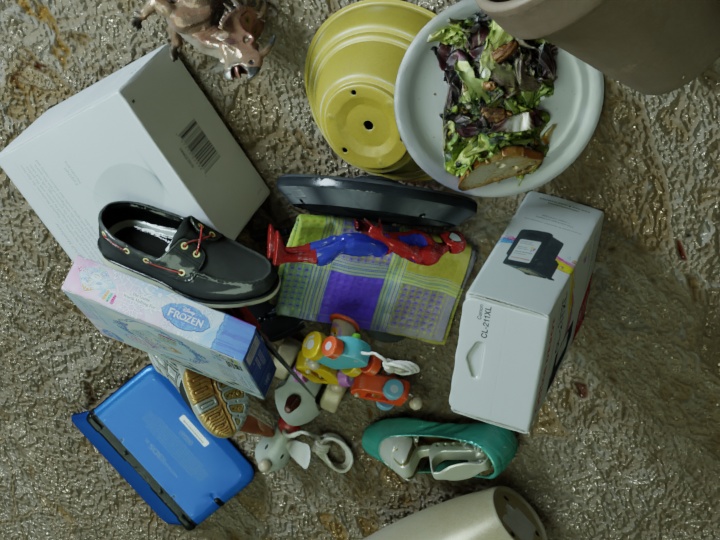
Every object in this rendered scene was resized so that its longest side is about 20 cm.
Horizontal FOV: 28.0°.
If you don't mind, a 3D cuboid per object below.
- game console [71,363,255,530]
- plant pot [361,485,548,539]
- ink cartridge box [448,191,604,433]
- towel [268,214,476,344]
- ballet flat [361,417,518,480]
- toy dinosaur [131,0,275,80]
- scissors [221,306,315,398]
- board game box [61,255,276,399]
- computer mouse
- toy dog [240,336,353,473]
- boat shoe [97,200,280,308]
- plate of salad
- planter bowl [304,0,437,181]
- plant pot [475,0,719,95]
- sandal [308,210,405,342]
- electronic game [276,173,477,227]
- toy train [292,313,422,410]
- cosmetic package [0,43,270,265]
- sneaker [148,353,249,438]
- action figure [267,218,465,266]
[{"bbox_3d":[-0.255,0.225,1.850,0.171,0.118,0.200,-39,101,7],"label":"game console"},{"bbox_3d":[0.114,0.342,1.662,0.187,0.187,0.200,46,115,-8],"label":"plant pot"},{"bbox_3d":[0.163,0.039,1.404,0.083,0.200,0.146,17,127,15],"label":"ink cartridge box"},{"bbox_3d":[0.014,0.010,1.528,0.199,0.023,0.144,12,129,-11],"label":"towel"},{"bbox_3d":[0.079,0.206,1.641,0.200,0.070,0.067,-4,120,28],"label":"ballet flat"},{"bbox_3d":[-0.157,-0.282,1.430,0.135,0.086,0.200,-12,99,20],"label":"toy dinosaur"},{"bbox_3d":[-0.115,0.064,1.546,0.073,0.014,0.200,12,145,47],"label":"scissors"},{"bbox_3d":[-0.193,0.063,1.506,0.199,0.043,0.200,20,166,8],"label":"board game box"},{"bbox_3d":[-0.116,0.024,1.618,0.200,0.046,0.141,-8,117,37],"label":"computer mouse"},{"bbox_3d":[-0.083,0.178,1.684,0.132,0.096,0.200,13,126,18],"label":"toy dog"},{"bbox_3d":[-0.177,-0.017,1.458,0.201,0.074,0.063,17,139,17],"label":"boat shoe"},{"bbox_3d":[0.131,-0.159,1.345,0.199,0.048,0.201,-2,114,-3],"label":"plate of salad"},{"bbox_3d":[0.021,-0.158,1.418,0.200,0.083,0.201,12,125,18],"label":"planter bowl"},{"bbox_3d":[0.224,-0.245,1.217,0.175,0.201,0.200,37,132,-26],"label":"plant pot"},{"bbox_3d":[0.000,0.000,1.558,0.075,0.045,0.200,-10,116,31],"label":"sandal"},{"bbox_3d":[0.016,-0.073,1.422,0.200,0.200,0.042,6,89,22],"label":"electronic game"},{"bbox_3d":[0.004,0.098,1.566,0.150,0.056,0.200,11,161,-1],"label":"toy train"},{"bbox_3d":[-0.244,-0.103,1.556,0.200,0.123,0.200,-21,112,33],"label":"cosmetic package"},{"bbox_3d":[-0.199,0.111,1.694,0.200,0.076,0.088,61,147,12],"label":"sneaker"},{"bbox_3d":[0.010,-0.028,1.444,0.199,0.065,0.052,2,95,-14],"label":"action figure"}]
